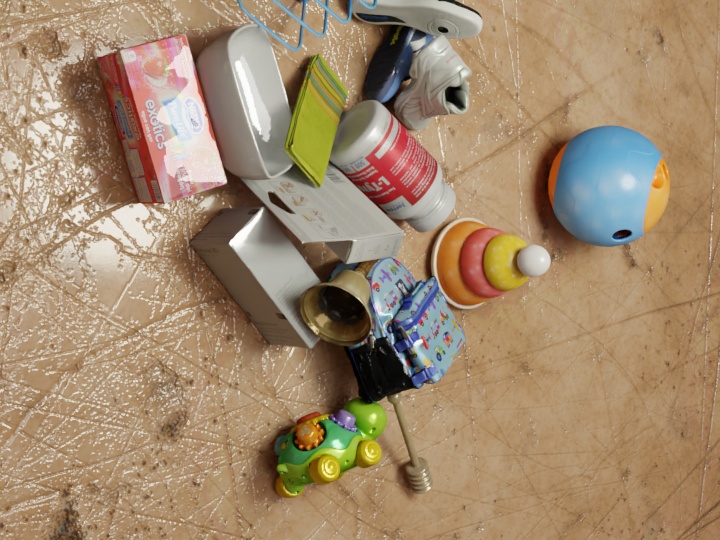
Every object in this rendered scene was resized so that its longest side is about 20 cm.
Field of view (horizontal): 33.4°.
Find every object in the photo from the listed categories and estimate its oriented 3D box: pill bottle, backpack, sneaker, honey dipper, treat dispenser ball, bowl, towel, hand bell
[{"bbox_3d":[0.049,-0.150,1.783,0.200,0.112,0.113,42,67,-29],"label":"pill bottle"},{"bbox_3d":[0.044,0.065,1.755,0.201,0.134,0.183,64,31,-9],"label":"backpack"},{"bbox_3d":[0.093,-0.415,1.771,0.073,0.199,0.112,78,27,-64],"label":"sneaker"},{"bbox_3d":[0.113,-0.254,1.782,0.078,0.200,0.099,-40,77,-21],"label":"sneaker"},{"bbox_3d":[0.072,0.259,1.819,0.038,0.038,0.201,-41,131,-29],"label":"honey dipper"},{"bbox_3d":[0.414,-0.141,2.001,0.200,0.200,0.202,-1,91,-36],"label":"treat dispenser ball"},{"bbox_3d":[-0.157,-0.223,1.613,0.200,0.074,0.201,-55,132,-68],"label":"bowl"},{"bbox_3d":[-0.060,-0.216,1.706,0.086,0.018,0.201,46,40,-33],"label":"towel"},{"bbox_3d":[0.000,0.000,1.659,0.104,0.104,0.200,56,39,-23],"label":"hand bell"},{"bbox_3d":[0.077,-0.328,1.826,0.082,0.074,0.201,41,69,-32],"label":"sneaker"}]

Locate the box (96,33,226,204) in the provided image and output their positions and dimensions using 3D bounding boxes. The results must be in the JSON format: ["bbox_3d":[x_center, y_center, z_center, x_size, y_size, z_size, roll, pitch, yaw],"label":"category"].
[{"bbox_3d":[-0.258,-0.194,1.557,0.094,0.102,0.201,-21,102,-28],"label":"box"}]

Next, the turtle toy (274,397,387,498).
[{"bbox_3d":[-0.040,0.248,1.722,0.199,0.146,0.102,-16,79,-36],"label":"turtle toy"}]

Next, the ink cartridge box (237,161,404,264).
[{"bbox_3d":[-0.065,-0.081,1.653,0.175,0.200,0.045,-8,129,-37],"label":"ink cartridge box"}]

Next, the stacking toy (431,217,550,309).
[{"bbox_3d":[0.219,-0.010,1.858,0.145,0.199,0.147,-1,92,-36],"label":"stacking toy"}]

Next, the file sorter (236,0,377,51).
[{"bbox_3d":[-0.052,-0.406,1.620,0.139,0.199,0.123,32,48,-40],"label":"file sorter"}]

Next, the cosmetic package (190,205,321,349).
[{"bbox_3d":[-0.129,0.009,1.656,0.081,0.113,0.200,-50,117,-25],"label":"cosmetic package"}]
